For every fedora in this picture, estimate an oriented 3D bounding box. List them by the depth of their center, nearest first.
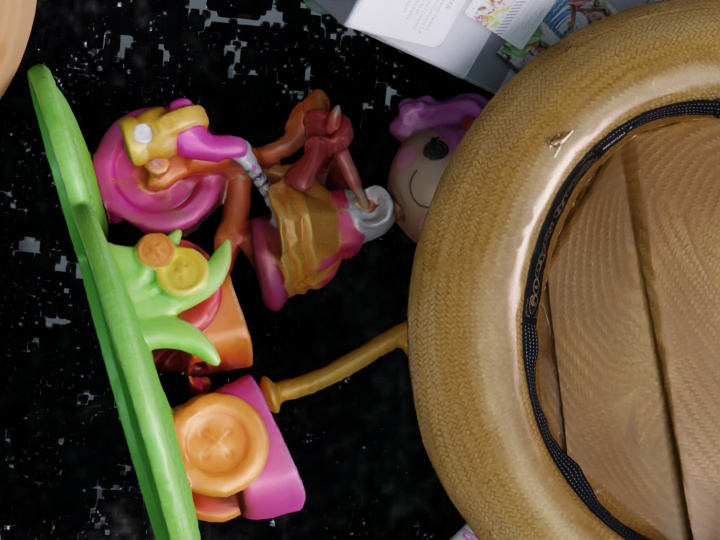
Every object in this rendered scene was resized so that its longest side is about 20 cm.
[{"bbox_3d":[0.109,0.018,0.797,0.200,0.082,0.201,0,87,6],"label":"fedora"}]

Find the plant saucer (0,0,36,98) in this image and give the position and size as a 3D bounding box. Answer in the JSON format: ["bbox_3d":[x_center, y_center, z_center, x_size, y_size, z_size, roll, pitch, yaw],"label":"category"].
[{"bbox_3d":[-0.206,-0.114,0.864,0.200,0.037,0.200,7,116,15],"label":"plant saucer"}]

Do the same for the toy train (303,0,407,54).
[{"bbox_3d":[-0.027,-0.150,0.864,0.200,0.085,0.114,23,114,-5],"label":"toy train"}]

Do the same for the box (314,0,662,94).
[{"bbox_3d":[0.102,-0.115,0.837,0.200,0.041,0.156,22,104,-32],"label":"box"}]

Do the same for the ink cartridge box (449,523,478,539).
[{"bbox_3d":[0.095,0.139,0.880,0.200,0.087,0.145,-47,61,12],"label":"ink cartridge box"}]

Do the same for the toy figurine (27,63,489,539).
[{"bbox_3d":[0.000,0.000,0.887,0.184,0.150,0.200,-16,77,-8],"label":"toy figurine"}]
